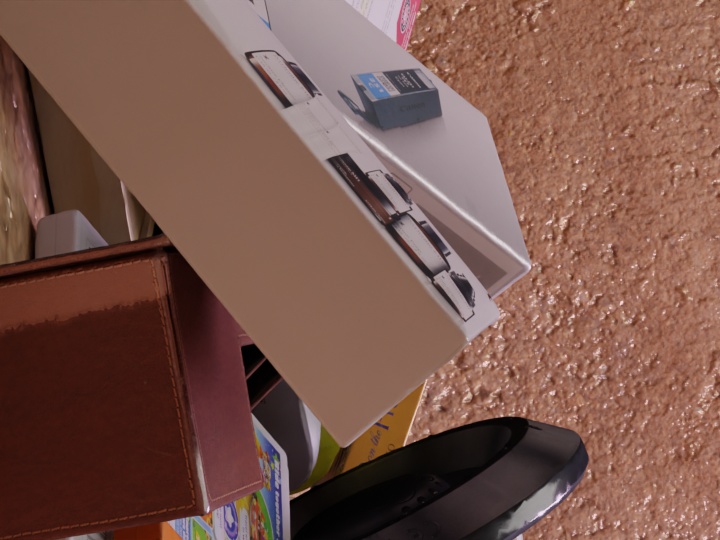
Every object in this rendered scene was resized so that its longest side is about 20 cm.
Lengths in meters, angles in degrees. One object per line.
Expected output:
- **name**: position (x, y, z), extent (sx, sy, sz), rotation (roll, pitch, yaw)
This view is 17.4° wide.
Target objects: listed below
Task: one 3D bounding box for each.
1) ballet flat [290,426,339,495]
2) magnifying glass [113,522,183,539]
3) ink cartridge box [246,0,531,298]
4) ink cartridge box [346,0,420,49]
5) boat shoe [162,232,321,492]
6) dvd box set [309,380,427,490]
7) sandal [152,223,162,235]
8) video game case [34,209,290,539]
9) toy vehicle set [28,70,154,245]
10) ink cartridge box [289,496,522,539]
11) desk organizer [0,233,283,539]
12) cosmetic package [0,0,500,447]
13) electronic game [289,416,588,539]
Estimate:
- **ballet flat**: position (-0.027, 0.048, 1.159), extent (0.200, 0.066, 0.067), rotation (-80, -174, -67)
- **magnifying glass**: position (-0.039, 0.139, 0.841), extent (0.200, 0.022, 0.080), rotation (55, 27, -51)
- **ink cartridge box**: position (-0.031, -0.093, 0.869), extent (0.200, 0.045, 0.177), rotation (36, 25, -35)
- **ink cartridge box**: position (-0.032, -0.159, 1.338), extent (0.200, 0.083, 0.146), rotation (73, 31, -61)
- **boat shoe**: position (-0.041, 0.008, 0.961), extent (0.057, 0.068, 0.201), rotation (-76, 172, -46)
- **dvd box set**: position (-0.011, 0.124, 1.215), extent (0.146, 0.029, 0.201), rotation (123, -13, -75)
- **sandal**: position (-0.079, -0.005, 0.993), extent (0.200, 0.045, 0.076), rotation (-90, 173, -60)
- **video game case**: position (-0.068, 0.089, 0.853), extent (0.200, 0.018, 0.144), rotation (55, 26, -53)
- **toy vehicle set**: position (-0.099, -0.088, 0.926), extent (0.200, 0.026, 0.125), rotation (-89, 173, -64)
- **ink cartridge box**: position (0.019, 0.202, 1.392), extent (0.200, 0.160, 0.050), rotation (80, 9, -54)
- **desk organizer**: position (-0.060, 0.033, 0.738), extent (0.200, 0.071, 0.078), rotation (-4, 84, -78)
- **cosmetic package**: position (-0.044, -0.047, 0.662), extent (0.200, 0.051, 0.083), rotation (50, 8, 3)
- **electronic game**: position (0.007, 0.117, 1.023), extent (0.200, 0.199, 0.042), rotation (-70, 135, -83)
